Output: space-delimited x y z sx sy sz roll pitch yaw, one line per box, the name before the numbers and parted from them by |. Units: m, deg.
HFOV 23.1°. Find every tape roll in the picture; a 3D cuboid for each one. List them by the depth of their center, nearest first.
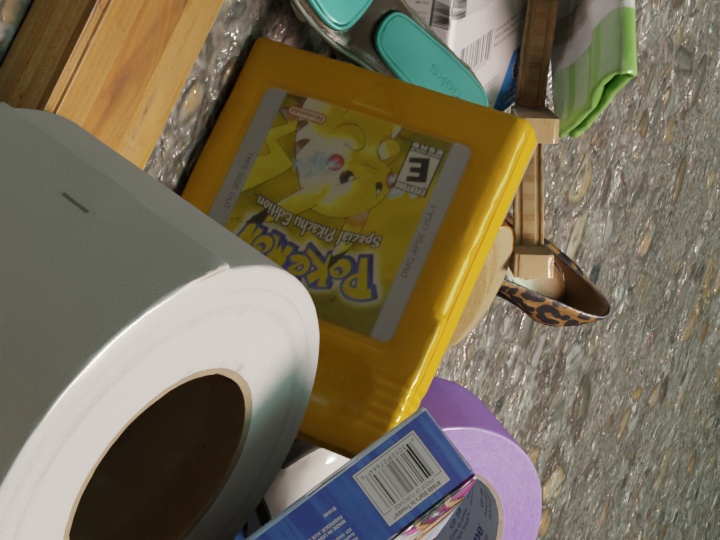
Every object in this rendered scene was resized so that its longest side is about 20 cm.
tape roll | -0.132 0.051 0.752 0.202 0.139 0.204 -40 150 -29
tape roll | 0.023 0.173 1.200 0.199 0.066 0.201 -15 126 -22

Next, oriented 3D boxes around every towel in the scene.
towel | 0.139 -0.198 1.103 0.149 0.030 0.202 115 -25 -77

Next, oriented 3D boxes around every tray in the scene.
tray | -0.122 -0.100 0.845 0.201 0.037 0.099 -67 156 -12

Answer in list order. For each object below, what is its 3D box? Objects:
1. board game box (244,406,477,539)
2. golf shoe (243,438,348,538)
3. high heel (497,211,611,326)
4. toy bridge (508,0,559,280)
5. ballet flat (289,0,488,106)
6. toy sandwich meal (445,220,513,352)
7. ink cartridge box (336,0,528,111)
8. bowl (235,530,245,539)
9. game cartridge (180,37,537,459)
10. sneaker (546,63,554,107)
board game box | -0.044 0.155 0.819 0.199 0.043 0.199 -36 170 -11
golf shoe | -0.029 0.187 1.069 0.077 0.094 0.201 -9 127 -34
high heel | 0.105 -0.023 1.261 0.072 0.142 0.200 -64 156 -15
toy bridge | 0.111 -0.093 1.126 0.067 0.027 0.202 -97 -171 -77
ballet flat | -0.004 -0.142 1.005 0.200 0.063 0.068 49 62 -22
toy sandwich meal | 0.000 0.000 1.091 0.203 0.071 0.206 -15 139 -13
ink cartridge box | 0.056 -0.190 1.103 0.146 0.085 0.202 -40 141 -50
bowl | -0.130 0.214 0.973 0.201 0.039 0.201 -46 163 -18
game cartridge | -0.022 -0.014 0.949 0.201 0.175 0.032 -65 157 -15
sneaker | 0.119 -0.210 1.246 0.114 0.075 0.202 167 -87 -78
